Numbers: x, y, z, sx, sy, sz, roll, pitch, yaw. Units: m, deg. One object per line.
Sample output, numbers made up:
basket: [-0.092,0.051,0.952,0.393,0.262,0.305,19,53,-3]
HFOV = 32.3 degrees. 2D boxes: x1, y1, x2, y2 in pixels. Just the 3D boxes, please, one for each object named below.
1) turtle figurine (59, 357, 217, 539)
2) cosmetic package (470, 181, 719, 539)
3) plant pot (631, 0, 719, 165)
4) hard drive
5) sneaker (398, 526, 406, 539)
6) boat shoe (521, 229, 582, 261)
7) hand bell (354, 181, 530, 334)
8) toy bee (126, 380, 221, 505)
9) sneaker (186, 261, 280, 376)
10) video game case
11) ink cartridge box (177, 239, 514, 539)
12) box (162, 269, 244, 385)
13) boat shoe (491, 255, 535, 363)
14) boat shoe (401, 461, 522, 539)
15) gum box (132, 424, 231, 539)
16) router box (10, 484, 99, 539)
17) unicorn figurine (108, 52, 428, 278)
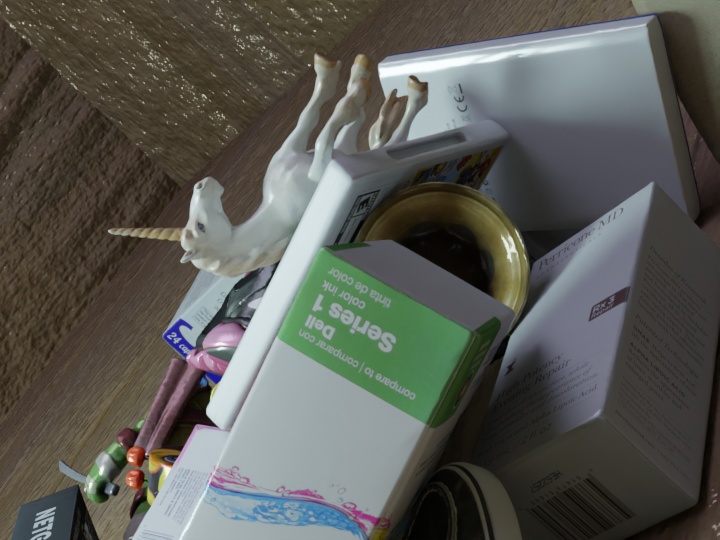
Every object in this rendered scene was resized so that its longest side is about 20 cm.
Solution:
turtle figurine: [-0.150,0.188,1.038,0.200,0.143,0.195,-48,28,23]
cosmetic package: [0.129,0.051,0.660,0.101,0.074,0.201,-38,18,37]
plant pot: [0.265,-0.216,0.767,0.200,0.177,0.200,-35,18,44]
hard drive: [0.115,-0.090,0.821,0.198,0.133,0.025,-1,28,37]
sneaker: [-0.010,0.129,0.838,0.075,0.088,0.200,-43,15,6]
boat shoe: [0.150,-0.066,0.943,0.066,0.071,0.201,99,178,-47]
hand bell: [0.048,0.016,0.803,0.104,0.104,0.200,-48,-7,-6]
toy bee: [-0.110,0.141,0.896,0.108,0.200,0.132,11,80,32]
sneaker: [-0.078,0.037,0.930,0.200,0.078,0.096,150,139,-73]
video game case: [0.000,0.000,0.794,0.181,0.023,0.201,-21,-34,-52]
ink cartridge box: [-0.012,0.093,0.602,0.202,0.083,0.145,-63,-10,8]
box: [-0.108,0.008,1.434,0.200,0.105,0.184,-41,14,26]
boat shoe: [0.090,0.002,0.918,0.063,0.073,0.201,-42,20,18]
boat shoe: [0.025,0.170,0.536,0.071,0.063,0.202,-36,36,46]
gum box: [-0.093,0.203,0.762,0.065,0.114,0.201,5,50,29]
router box: [-0.206,0.265,0.899,0.052,0.159,0.200,-19,12,-6]
unicorn figurine: [-0.029,-0.060,0.739,0.074,0.199,0.138,39,113,36]
